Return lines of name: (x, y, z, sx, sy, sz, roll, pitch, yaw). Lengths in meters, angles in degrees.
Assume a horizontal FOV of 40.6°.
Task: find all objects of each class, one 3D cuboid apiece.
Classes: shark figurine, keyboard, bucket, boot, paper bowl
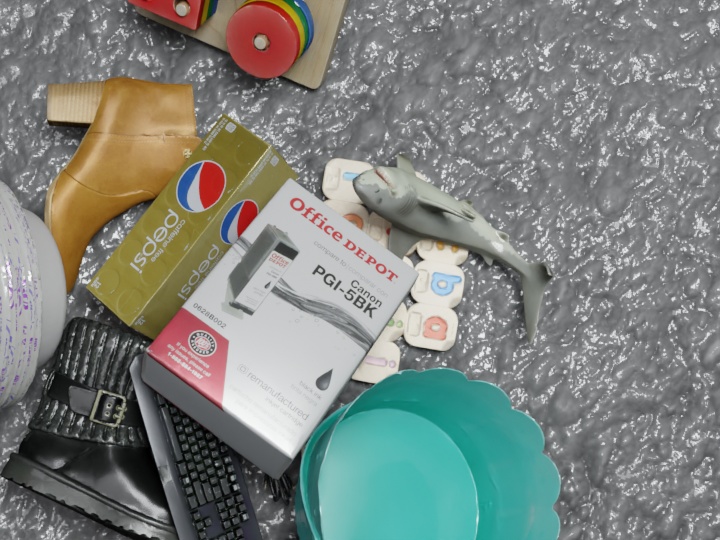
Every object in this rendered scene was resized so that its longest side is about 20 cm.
shark figurine: (0.073, -0.026, 0.878, 0.213, 0.128, 0.090, 30, 109, -13)
keyboard: (-0.119, 0.157, 0.842, 0.126, 0.021, 0.202, -14, 84, -44)
bucket: (0.044, 0.186, 0.795, 0.205, 0.135, 0.210, 6, 72, -17)
boot: (-0.190, 0.147, 0.854, 0.210, 0.079, 0.159, 28, 68, -10)
boot: (-0.214, -0.074, 0.893, 0.142, 0.071, 0.204, 1, 95, -15)
paper bowl: (-0.325, 0.020, 0.829, 0.104, 0.200, 0.203, -6, 79, -44)

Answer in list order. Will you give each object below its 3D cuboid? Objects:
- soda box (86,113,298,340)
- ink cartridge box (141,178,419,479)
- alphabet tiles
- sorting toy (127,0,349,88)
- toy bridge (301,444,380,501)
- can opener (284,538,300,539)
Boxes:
soda box: (-0.149, -0.035, 0.874, 0.068, 0.064, 0.201, 35, 85, 29)
ink cartridge box: (-0.065, 0.045, 0.816, 0.146, 0.083, 0.201, 35, 63, 2)
alphabet tiles: (0.000, 0.000, 0.906, 0.193, 0.015, 0.202, 9, 82, 2)
sorting toy: (-0.106, -0.275, 0.856, 0.197, 0.201, 0.070, 23, 38, 3)
toy bridge: (-0.014, 0.206, 0.870, 0.067, 0.027, 0.201, -32, 84, -4)
can opener: (-0.117, 0.317, 0.852, 0.199, 0.053, 0.067, -38, 51, -5)
